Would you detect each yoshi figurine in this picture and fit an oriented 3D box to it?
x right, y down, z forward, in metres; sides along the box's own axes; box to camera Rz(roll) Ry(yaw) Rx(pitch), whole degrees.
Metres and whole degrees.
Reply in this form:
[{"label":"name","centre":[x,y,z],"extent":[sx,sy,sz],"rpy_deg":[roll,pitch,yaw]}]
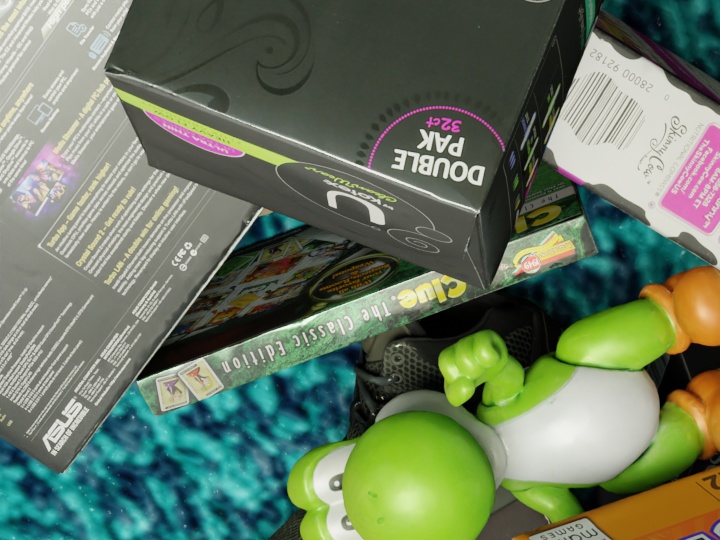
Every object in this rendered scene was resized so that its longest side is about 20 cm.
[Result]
[{"label":"yoshi figurine","centre":[0.070,0.072,1.202],"extent":[0.199,0.113,0.112],"rpy_deg":[-20,149,-7]}]

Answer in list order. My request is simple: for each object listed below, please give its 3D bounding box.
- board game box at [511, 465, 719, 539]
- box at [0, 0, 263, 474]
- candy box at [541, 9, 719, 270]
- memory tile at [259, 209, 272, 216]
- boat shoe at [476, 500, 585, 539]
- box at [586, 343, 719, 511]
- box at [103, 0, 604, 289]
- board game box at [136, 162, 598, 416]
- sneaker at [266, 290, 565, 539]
[{"label":"board game box","centre":[0.183,0.212,1.178],"extent":[0.199,0.200,0.201],"rpy_deg":[-15,128,-31]},{"label":"box","centre":[-0.129,-0.040,1.186],"extent":[0.160,0.044,0.200],"rpy_deg":[33,107,-12]},{"label":"candy box","centre":[0.137,-0.048,1.227],"extent":[0.199,0.136,0.061],"rpy_deg":[30,100,-14]},{"label":"memory tile","centre":[-0.061,-0.097,1.199],"extent":[0.200,0.017,0.153],"rpy_deg":[-39,105,12]},{"label":"boat shoe","centre":[0.029,0.177,1.348],"extent":[0.065,0.073,0.200],"rpy_deg":[12,120,-54]},{"label":"box","centre":[0.175,0.137,1.347],"extent":[0.140,0.079,0.201],"rpy_deg":[14,112,-12]},{"label":"box","centre":[0.015,-0.119,1.081],"extent":[0.148,0.124,0.201],"rpy_deg":[21,79,8]},{"label":"board game box","centre":[0.000,0.000,1.260],"extent":[0.199,0.105,0.024],"rpy_deg":[-20,110,6]},{"label":"sneaker","centre":[0.006,0.076,1.311],"extent":[0.199,0.076,0.114],"rpy_deg":[-35,109,8]}]
